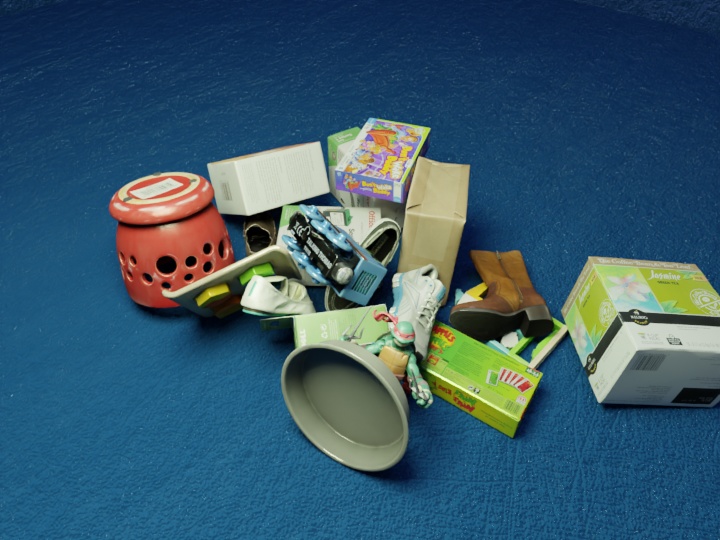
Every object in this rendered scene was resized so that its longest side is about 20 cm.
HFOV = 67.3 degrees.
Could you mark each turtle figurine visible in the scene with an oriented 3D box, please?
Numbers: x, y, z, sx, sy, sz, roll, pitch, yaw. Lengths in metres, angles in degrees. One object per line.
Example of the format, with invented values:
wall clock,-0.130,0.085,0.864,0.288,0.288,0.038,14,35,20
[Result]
turtle figurine,0.039,0.141,0.752,0.148,0.203,0.100,26,31,18

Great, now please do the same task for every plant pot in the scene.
plant pot,-0.331,-0.061,0.954,0.196,0.186,0.202,-2,31,1

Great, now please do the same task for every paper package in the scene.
paper package,0.130,-0.072,0.996,0.101,0.203,0.192,9,42,6

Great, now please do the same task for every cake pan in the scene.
cake pan,-0.018,0.177,0.726,0.197,0.204,0.037,22,36,21

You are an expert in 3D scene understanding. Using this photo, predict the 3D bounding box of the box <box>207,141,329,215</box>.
box,-0.191,-0.192,1.124,0.198,0.109,0.151,-22,18,-33

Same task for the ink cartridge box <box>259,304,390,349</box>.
ink cartridge box,-0.058,0.103,0.862,0.195,0.104,0.061,-6,77,-10

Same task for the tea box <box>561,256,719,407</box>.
tea box,0.462,0.096,0.864,0.195,0.135,0.199,3,41,-7

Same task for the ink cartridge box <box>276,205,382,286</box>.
ink cartridge box,-0.055,-0.048,1.036,0.195,0.085,0.148,0,43,-1

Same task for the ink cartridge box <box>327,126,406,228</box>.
ink cartridge box,0.012,-0.188,1.155,0.083,0.148,0.200,-21,47,-22

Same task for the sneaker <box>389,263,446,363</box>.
sneaker,0.097,0.056,0.858,0.086,0.075,0.202,-29,33,23

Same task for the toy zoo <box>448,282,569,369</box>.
toy zoo,0.249,0.087,0.959,0.130,0.021,0.199,-33,53,-32

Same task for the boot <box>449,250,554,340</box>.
boot,0.228,0.024,0.961,0.184,0.069,0.202,-4,42,-5

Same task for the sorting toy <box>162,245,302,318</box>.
sorting toy,-0.196,0.029,0.879,0.196,0.185,0.037,-21,77,-4

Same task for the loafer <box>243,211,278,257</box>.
loafer,-0.195,-0.068,1.072,0.071,0.072,0.202,-8,42,-11

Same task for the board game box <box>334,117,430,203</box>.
board game box,0.047,-0.218,1.047,0.132,0.045,0.202,13,46,14

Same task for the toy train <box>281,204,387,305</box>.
toy train,-0.048,-0.029,0.859,0.113,0.087,0.200,26,13,-39

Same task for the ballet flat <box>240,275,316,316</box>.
ballet flat,-0.120,0.045,0.873,0.068,0.199,0.071,-4,80,22

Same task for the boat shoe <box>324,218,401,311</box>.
boat shoe,0.000,0.000,0.926,0.070,0.202,0.064,31,13,-9

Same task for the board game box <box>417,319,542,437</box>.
board game box,0.172,0.164,0.854,0.198,0.048,0.102,26,48,24

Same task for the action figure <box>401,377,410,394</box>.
action figure,-0.019,0.157,0.843,0.195,0.066,0.053,3,59,3
